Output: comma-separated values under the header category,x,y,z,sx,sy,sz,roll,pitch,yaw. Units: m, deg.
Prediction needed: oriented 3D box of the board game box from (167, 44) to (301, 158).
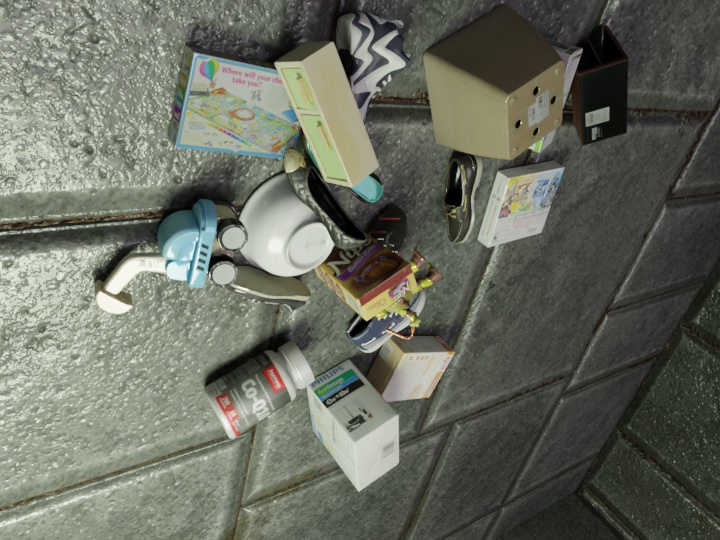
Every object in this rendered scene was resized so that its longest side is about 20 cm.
category,x,y,z,sx,sy,sz,roll,pitch,yaw
board game box,-0.173,-0.241,0.894,0.198,0.034,0.136,-2,124,-40

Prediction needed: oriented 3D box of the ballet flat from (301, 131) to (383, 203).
category,x,y,z,sx,sy,sz,roll,pitch,yaw
ballet flat,-0.040,-0.182,1.028,0.068,0.068,0.200,-47,131,2

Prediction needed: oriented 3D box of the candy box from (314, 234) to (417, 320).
category,x,y,z,sx,sy,sz,roll,pitch,yaw
candy box,0.000,0.000,1.115,0.116,0.200,0.057,-33,125,-15

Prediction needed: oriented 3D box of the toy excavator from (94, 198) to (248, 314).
category,x,y,z,sx,sy,sz,roll,pitch,yaw
toy excavator,-0.295,-0.023,0.938,0.197,0.100,0.197,6,117,-29

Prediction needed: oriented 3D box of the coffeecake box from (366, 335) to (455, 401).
category,x,y,z,sx,sy,sz,roll,pitch,yaw
coffeecake box,0.124,0.247,1.533,0.198,0.073,0.155,6,118,-44

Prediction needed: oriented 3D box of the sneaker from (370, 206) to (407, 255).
category,x,y,z,sx,sy,sz,roll,pitch,yaw
sneaker,0.049,-0.035,1.247,0.073,0.087,0.203,8,103,-2

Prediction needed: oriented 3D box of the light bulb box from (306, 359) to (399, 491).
category,x,y,z,sx,sy,sz,roll,pitch,yaw
light bulb box,-0.017,0.355,1.400,0.124,0.200,0.200,-26,137,-24

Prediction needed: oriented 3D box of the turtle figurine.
category,x,y,z,sx,sy,sz,roll,pitch,yaw
turtle figurine,0.071,0.036,1.186,0.200,0.064,0.161,43,97,-14

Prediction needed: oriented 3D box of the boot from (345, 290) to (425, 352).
category,x,y,z,sx,sy,sz,roll,pitch,yaw
boot,0.059,0.099,1.351,0.200,0.073,0.090,-46,146,0

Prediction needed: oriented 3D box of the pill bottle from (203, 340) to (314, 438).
category,x,y,z,sx,sy,sz,roll,pitch,yaw
pill bottle,-0.198,0.231,1.204,0.198,0.114,0.115,-31,138,-18

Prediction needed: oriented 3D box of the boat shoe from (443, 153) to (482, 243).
category,x,y,z,sx,sy,sz,roll,pitch,yaw
boat shoe,0.204,-0.149,1.279,0.060,0.072,0.204,-13,123,-28

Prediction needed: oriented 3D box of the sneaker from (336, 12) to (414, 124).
category,x,y,z,sx,sy,sz,roll,pitch,yaw
sneaker,0.028,-0.310,0.976,0.128,0.079,0.202,-13,121,-22

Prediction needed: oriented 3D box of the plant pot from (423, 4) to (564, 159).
category,x,y,z,sx,sy,sz,roll,pitch,yaw
plant pot,0.254,-0.319,1.093,0.199,0.177,0.201,-33,139,-13

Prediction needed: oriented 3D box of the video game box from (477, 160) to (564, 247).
category,x,y,z,sx,sy,sz,roll,pitch,yaw
video game box,0.381,-0.160,1.442,0.198,0.047,0.184,-15,133,-33

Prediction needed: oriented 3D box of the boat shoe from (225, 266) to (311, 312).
category,x,y,z,sx,sy,sz,roll,pitch,yaw
boat shoe,-0.175,0.044,1.102,0.199,0.073,0.063,13,124,-50

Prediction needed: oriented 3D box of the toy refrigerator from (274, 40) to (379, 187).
category,x,y,z,sx,sy,sz,roll,pitch,yaw
toy refrigerator,-0.049,-0.228,0.903,0.070,0.075,0.202,-39,126,-24

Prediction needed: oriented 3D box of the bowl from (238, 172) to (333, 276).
category,x,y,z,sx,sy,sz,roll,pitch,yaw
bowl,-0.108,-0.063,1.057,0.199,0.090,0.203,-23,136,-24

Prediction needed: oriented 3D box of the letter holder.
category,x,y,z,sx,sy,sz,roll,pitch,yaw
letter holder,0.510,-0.405,1.323,0.099,0.144,0.201,-14,142,13

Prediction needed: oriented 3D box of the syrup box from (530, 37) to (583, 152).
category,x,y,z,sx,sy,sz,roll,pitch,yaw
syrup box,0.370,-0.355,1.225,0.081,0.078,0.202,-36,145,-45

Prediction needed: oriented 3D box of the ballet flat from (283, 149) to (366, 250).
category,x,y,z,sx,sy,sz,roll,pitch,yaw
ballet flat,-0.057,-0.117,0.987,0.201,0.056,0.067,53,42,-27
